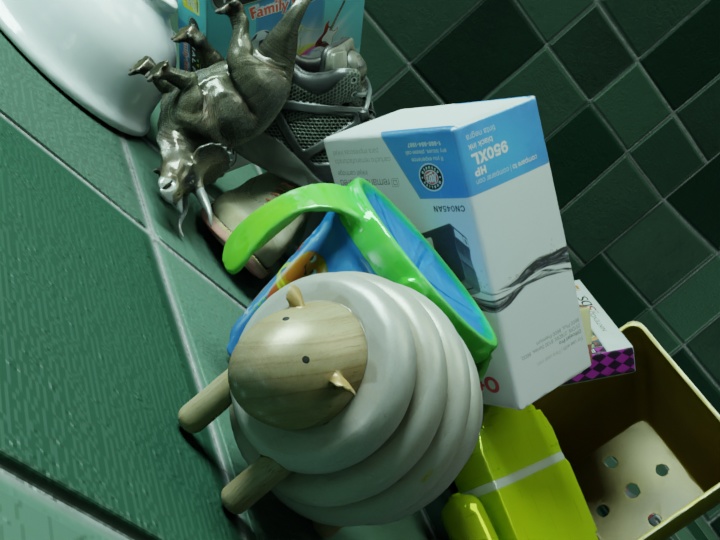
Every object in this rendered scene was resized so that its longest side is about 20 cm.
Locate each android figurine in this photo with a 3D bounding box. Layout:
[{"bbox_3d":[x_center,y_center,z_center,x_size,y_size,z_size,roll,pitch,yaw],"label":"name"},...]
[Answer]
[{"bbox_3d":[0.120,0.176,0.825,0.182,0.041,0.201,-7,71,-58],"label":"android figurine"}]

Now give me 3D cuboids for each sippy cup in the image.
[{"bbox_3d":[-0.006,0.035,0.698,0.178,0.130,0.140,49,10,0],"label":"sippy cup"}]

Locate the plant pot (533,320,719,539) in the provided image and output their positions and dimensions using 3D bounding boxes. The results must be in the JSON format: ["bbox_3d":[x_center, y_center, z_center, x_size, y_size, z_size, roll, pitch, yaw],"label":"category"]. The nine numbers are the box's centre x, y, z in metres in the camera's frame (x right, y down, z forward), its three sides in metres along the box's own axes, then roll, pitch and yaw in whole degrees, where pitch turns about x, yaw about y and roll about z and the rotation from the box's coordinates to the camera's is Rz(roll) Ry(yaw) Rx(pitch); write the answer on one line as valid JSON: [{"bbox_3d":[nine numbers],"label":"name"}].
[{"bbox_3d":[0.290,0.216,1.234,0.200,0.200,0.177,55,-1,34],"label":"plant pot"}]

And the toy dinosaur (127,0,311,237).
[{"bbox_3d":[-0.099,-0.128,0.817,0.077,0.200,0.102,5,-43,52],"label":"toy dinosaur"}]

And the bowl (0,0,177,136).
[{"bbox_3d":[-0.205,-0.207,0.863,0.201,0.090,0.201,47,10,-11],"label":"bowl"}]

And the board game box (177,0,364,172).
[{"bbox_3d":[-0.070,-0.185,0.903,0.047,0.151,0.201,45,-34,32],"label":"board game box"}]

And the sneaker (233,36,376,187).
[{"bbox_3d":[0.003,-0.105,0.882,0.199,0.114,0.076,29,22,-9],"label":"sneaker"}]

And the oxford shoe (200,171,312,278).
[{"bbox_3d":[-0.074,-0.050,0.892,0.071,0.074,0.200,47,9,-11],"label":"oxford shoe"}]

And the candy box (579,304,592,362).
[{"bbox_3d":[0.117,0.054,1.059,0.200,0.115,0.056,-167,-109,-70],"label":"candy box"}]

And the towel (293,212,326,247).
[{"bbox_3d":[0.000,0.000,0.993,0.200,0.031,0.149,56,-23,25],"label":"towel"}]

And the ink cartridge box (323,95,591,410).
[{"bbox_3d":[0.069,-0.013,0.805,0.144,0.084,0.201,3,-67,52],"label":"ink cartridge box"}]

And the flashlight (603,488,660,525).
[{"bbox_3d":[0.341,0.285,1.531,0.200,0.068,0.068,54,11,20],"label":"flashlight"}]

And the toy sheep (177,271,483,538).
[{"bbox_3d":[-0.003,0.068,0.574,0.138,0.138,0.200,54,10,28],"label":"toy sheep"}]

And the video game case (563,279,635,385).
[{"bbox_3d":[0.168,0.074,1.204,0.181,0.199,0.036,-107,-172,-67],"label":"video game case"}]
